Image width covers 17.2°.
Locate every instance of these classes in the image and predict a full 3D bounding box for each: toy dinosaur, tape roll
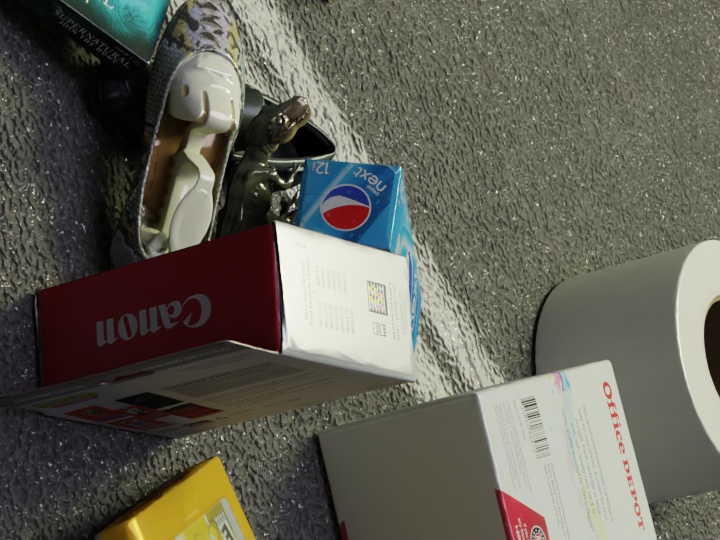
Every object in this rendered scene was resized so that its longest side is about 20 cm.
[{"bbox_3d":[-0.070,-0.021,1.604,0.088,0.047,0.201,16,93,-54],"label":"toy dinosaur"},{"bbox_3d":[0.255,0.088,1.968,0.202,0.139,0.204,27,55,-47],"label":"tape roll"}]

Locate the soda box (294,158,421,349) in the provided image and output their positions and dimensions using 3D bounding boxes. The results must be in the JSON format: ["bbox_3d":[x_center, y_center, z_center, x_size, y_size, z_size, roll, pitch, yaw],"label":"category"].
[{"bbox_3d":[0.000,0.000,1.624,0.200,0.067,0.065,78,18,-64],"label":"soda box"}]

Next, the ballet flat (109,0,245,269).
[{"bbox_3d":[-0.107,-0.078,1.531,0.072,0.072,0.202,17,85,-50],"label":"ballet flat"}]

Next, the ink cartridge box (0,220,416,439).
[{"bbox_3d":[-0.097,0.036,1.442,0.175,0.199,0.084,15,66,-51],"label":"ink cartridge box"}]

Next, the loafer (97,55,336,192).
[{"bbox_3d":[-0.096,-0.106,1.615,0.200,0.070,0.069,23,59,-48],"label":"loafer"}]

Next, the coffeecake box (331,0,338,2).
[{"bbox_3d":[-0.056,-0.308,1.749,0.200,0.073,0.155,22,60,-49],"label":"coffeecake box"}]

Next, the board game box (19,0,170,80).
[{"bbox_3d":[-0.202,-0.231,1.524,0.200,0.028,0.136,36,49,-27],"label":"board game box"}]

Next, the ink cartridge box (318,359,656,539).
[{"bbox_3d":[0.095,0.158,1.711,0.200,0.144,0.146,-7,82,-55],"label":"ink cartridge box"}]

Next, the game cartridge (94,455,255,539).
[{"bbox_3d":[-0.082,0.227,1.473,0.201,0.032,0.176,64,17,-2],"label":"game cartridge"}]
